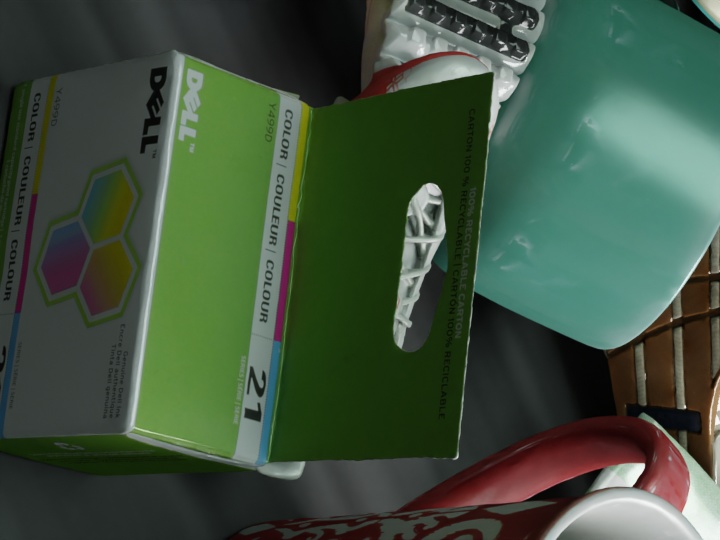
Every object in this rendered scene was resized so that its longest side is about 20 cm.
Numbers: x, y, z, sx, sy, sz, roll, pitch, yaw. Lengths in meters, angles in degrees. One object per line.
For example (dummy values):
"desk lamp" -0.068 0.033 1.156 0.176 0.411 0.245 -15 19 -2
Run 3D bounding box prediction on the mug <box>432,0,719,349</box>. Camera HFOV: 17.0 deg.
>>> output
"mug" 0.087 -0.062 1.089 0.114 0.185 0.153 24 106 -14

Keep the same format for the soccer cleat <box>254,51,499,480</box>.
"soccer cleat" 0.000 0.000 0.960 0.068 0.200 0.085 14 39 -31

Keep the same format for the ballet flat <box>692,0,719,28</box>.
"ballet flat" 0.157 -0.167 1.095 0.200 0.069 0.070 35 62 -28

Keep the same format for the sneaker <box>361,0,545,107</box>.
"sneaker" 0.035 -0.138 1.029 0.075 0.081 0.201 27 65 -30

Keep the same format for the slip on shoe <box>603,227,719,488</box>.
"slip on shoe" 0.160 0.043 1.167 0.061 0.076 0.201 -48 140 -54

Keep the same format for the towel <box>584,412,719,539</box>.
"towel" 0.122 0.191 1.133 0.153 0.023 0.200 43 77 -31

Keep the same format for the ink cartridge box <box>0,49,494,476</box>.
"ink cartridge box" -0.051 -0.005 0.899 0.075 0.199 0.149 18 73 -42

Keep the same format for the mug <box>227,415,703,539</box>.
"mug" 0.045 0.149 0.979 0.177 0.199 0.134 -24 102 -44

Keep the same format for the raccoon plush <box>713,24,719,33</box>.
"raccoon plush" 0.233 -0.135 1.302 0.201 0.097 0.134 -58 144 4
